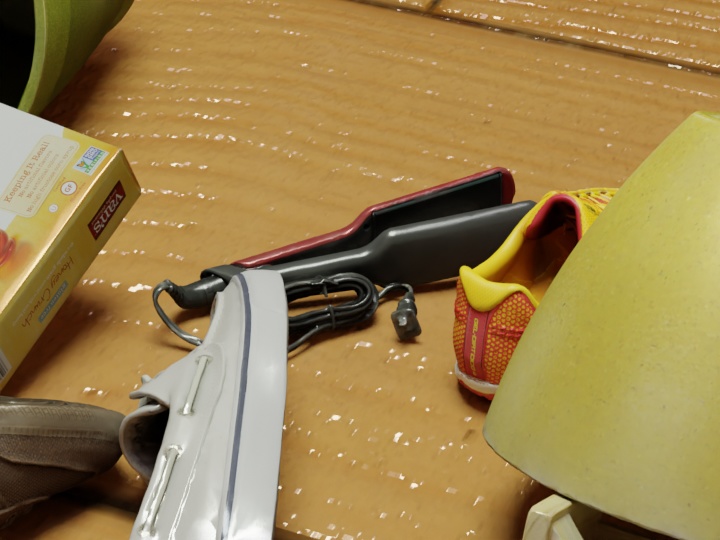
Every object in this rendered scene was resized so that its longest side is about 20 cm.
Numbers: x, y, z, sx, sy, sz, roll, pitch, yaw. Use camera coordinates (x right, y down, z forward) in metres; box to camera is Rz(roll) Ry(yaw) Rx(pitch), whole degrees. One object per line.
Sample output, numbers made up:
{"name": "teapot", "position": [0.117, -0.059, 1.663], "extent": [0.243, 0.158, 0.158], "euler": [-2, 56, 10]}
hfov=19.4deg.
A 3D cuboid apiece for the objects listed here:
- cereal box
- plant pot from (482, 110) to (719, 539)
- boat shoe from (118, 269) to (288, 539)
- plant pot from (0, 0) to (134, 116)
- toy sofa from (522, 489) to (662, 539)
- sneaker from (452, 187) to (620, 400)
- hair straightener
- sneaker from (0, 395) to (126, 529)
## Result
{"name": "cereal box", "position": [-0.220, -0.023, 0.960], "extent": [0.199, 0.040, 0.144], "euler": [20, 64, 25]}
{"name": "plant pot", "position": [0.160, 0.019, 0.813], "extent": [0.199, 0.143, 0.200], "euler": [13, 8, -2]}
{"name": "boat shoe", "position": [-0.065, 0.068, 0.857], "extent": [0.065, 0.072, 0.200], "euler": [6, 41, -3]}
{"name": "plant pot", "position": [-0.209, -0.160, 1.109], "extent": [0.200, 0.201, 0.193], "euler": [14, 23, 17]}
{"name": "toy sofa", "position": [0.146, 0.151, 0.743], "extent": [0.199, 0.098, 0.083], "euler": [16, 10, 20]}
{"name": "sneaker", "position": [0.114, -0.008, 0.980], "extent": [0.073, 0.077, 0.200], "euler": [19, 34, 27]}
{"name": "hair straightener", "position": [0.000, 0.000, 0.989], "extent": [0.199, 0.041, 0.077], "euler": [-12, 35, -22]}
{"name": "sneaker", "position": [-0.180, 0.088, 0.825], "extent": [0.200, 0.076, 0.070], "euler": [2, 0, -41]}
